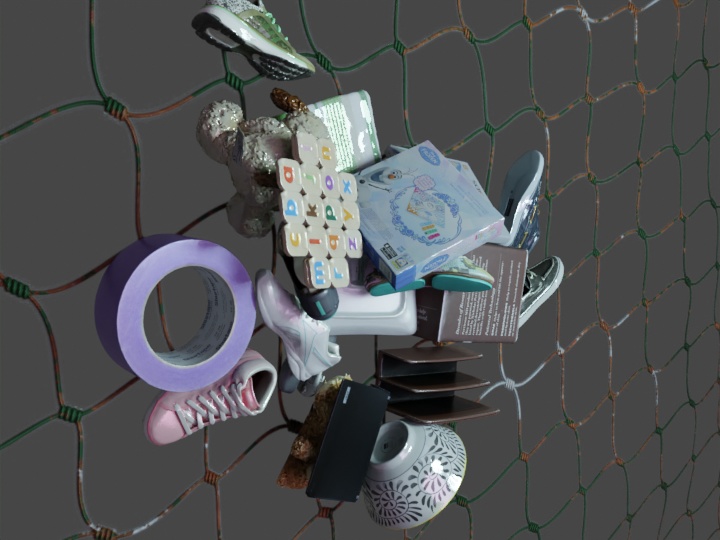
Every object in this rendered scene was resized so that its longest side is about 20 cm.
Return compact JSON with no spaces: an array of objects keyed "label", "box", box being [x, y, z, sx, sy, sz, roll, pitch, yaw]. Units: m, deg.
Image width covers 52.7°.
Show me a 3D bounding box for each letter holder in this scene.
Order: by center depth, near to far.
[{"label":"letter holder","box":[0.144,0.199,1.282,0.198,0.141,0.102,2,96,-39]}]

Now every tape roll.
[{"label":"tape roll","box":[-0.245,0.054,0.974,0.198,0.084,0.203,-7,102,-38]}]

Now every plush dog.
[{"label":"plush dog","box":[-0.106,-0.159,1.012,0.171,0.159,0.202,-37,118,-36]}]

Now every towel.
[{"label":"towel","box":[-0.056,-0.188,1.134,0.198,0.031,0.151,-24,110,-32]}]

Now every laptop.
[{"label":"laptop","box":[-0.028,0.262,1.154,0.102,0.200,0.180,20,84,-11]}]

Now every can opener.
[{"label":"can opener","box":[-0.068,0.102,1.148,0.066,0.052,0.203,24,81,-38]}]

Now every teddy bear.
[{"label":"teddy bear","box":[-0.061,0.255,1.139,0.066,0.145,0.202,24,79,6]}]

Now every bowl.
[{"label":"bowl","box":[0.066,0.312,1.201,0.201,0.200,0.095,-50,120,-22]}]

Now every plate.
[{"label":"plate","box":[0.000,0.000,1.135,0.197,0.032,0.203,1,84,-18]}]

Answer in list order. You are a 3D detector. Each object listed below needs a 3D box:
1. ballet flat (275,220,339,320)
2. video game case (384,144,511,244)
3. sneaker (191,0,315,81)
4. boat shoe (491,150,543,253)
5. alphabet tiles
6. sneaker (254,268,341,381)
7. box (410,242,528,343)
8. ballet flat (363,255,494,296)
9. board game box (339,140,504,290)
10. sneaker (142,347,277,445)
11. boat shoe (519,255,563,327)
[{"label":"ballet flat","box":[-0.082,-0.020,1.035,0.072,0.202,0.074,-15,143,-12]},{"label":"video game case","box":[0.150,-0.128,1.235,0.198,0.022,0.184,4,50,-40]},{"label":"sneaker","box":[-0.135,-0.336,1.016,0.199,0.076,0.090,23,74,-42]},{"label":"boat shoe","box":[0.323,-0.129,1.431,0.090,0.070,0.203,23,89,-40]},{"label":"alphabet tiles","box":[-0.053,-0.077,0.965,0.195,0.014,0.203,-2,86,-62]},{"label":"sneaker","box":[-0.091,0.071,1.057,0.079,0.071,0.202,-19,125,10]},{"label":"box","box":[0.157,0.029,1.250,0.198,0.165,0.167,5,94,-39]},{"label":"ballet flat","box":[0.102,-0.003,1.099,0.069,0.197,0.072,83,5,-67]},{"label":"board game box","box":[0.079,-0.090,1.101,0.197,0.201,0.044,-27,147,-18]},{"label":"sneaker","box":[-0.203,0.181,1.017,0.199,0.104,0.076,-33,118,-30]},{"label":"boat shoe","box":[0.340,0.033,1.465,0.200,0.070,0.064,-48,124,-22]}]
